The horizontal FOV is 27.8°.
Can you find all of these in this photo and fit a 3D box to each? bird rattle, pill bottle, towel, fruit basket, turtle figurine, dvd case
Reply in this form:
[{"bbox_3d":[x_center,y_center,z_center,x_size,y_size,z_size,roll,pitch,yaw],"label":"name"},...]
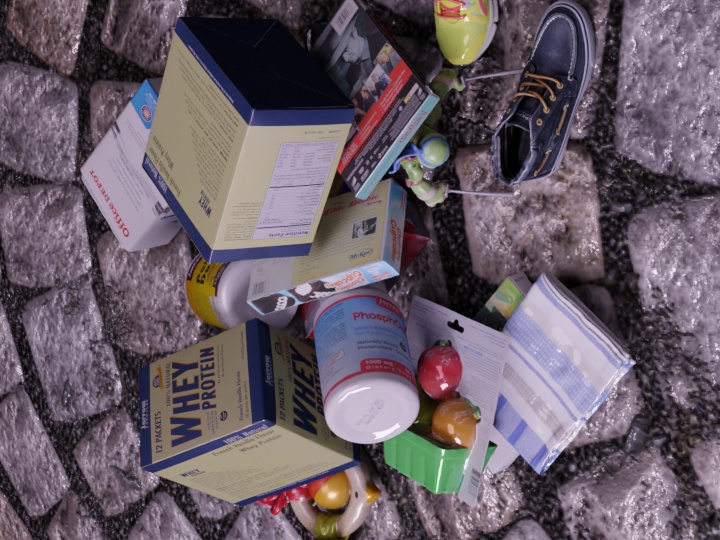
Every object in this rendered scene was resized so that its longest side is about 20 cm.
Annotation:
[{"bbox_3d":[-0.050,0.291,1.908,0.163,0.112,0.201,-50,55,23],"label":"bird rattle"},{"bbox_3d":[0.002,0.091,1.678,0.109,0.108,0.201,-53,31,34],"label":"pill bottle"},{"bbox_3d":[-0.161,0.023,1.873,0.200,0.108,0.110,-171,72,-65],"label":"pill bottle"},{"bbox_3d":[0.206,0.117,1.633,0.147,0.024,0.201,47,126,22],"label":"towel"},{"bbox_3d":[0.102,0.148,1.681,0.185,0.093,0.202,22,100,53],"label":"fruit basket"},{"bbox_3d":[0.082,-0.158,1.686,0.194,0.199,0.145,34,145,51],"label":"turtle figurine"},{"bbox_3d":[-0.003,-0.196,1.610,0.146,0.022,0.200,-53,49,23],"label":"dvd case"}]

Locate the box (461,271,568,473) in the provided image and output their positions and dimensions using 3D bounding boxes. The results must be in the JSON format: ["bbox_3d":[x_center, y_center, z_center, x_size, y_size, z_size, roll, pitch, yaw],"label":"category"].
[{"bbox_3d":[0.172,0.121,1.699,0.145,0.036,0.200,50,125,20],"label":"box"}]

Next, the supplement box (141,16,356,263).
[{"bbox_3d":[-0.131,-0.148,1.632,0.200,0.133,0.201,51,134,40],"label":"supplement box"}]

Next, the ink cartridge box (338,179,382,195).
[{"bbox_3d":[-0.071,-0.096,1.847,0.199,0.043,0.200,53,127,19],"label":"ink cartridge box"}]

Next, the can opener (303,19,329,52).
[{"bbox_3d":[-0.038,-0.204,1.773,0.063,0.078,0.202,-1,100,32],"label":"can opener"}]

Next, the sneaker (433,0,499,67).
[{"bbox_3d":[0.103,-0.327,1.619,0.078,0.090,0.202,11,109,36],"label":"sneaker"}]

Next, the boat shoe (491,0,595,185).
[{"bbox_3d":[0.196,-0.188,1.568,0.070,0.091,0.202,20,113,27],"label":"boat shoe"}]

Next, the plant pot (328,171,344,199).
[{"bbox_3d":[-0.101,-0.159,1.761,0.198,0.027,0.202,10,118,19],"label":"plant pot"}]

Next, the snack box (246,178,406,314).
[{"bbox_3d":[-0.040,-0.027,1.702,0.199,0.037,0.117,-16,51,32],"label":"snack box"}]

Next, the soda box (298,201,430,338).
[{"bbox_3d":[0.000,0.000,1.781,0.200,0.070,0.064,-54,39,33],"label":"soda box"}]

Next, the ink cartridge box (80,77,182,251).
[{"bbox_3d":[-0.277,-0.144,1.978,0.200,0.086,0.147,-45,71,38],"label":"ink cartridge box"}]

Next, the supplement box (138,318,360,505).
[{"bbox_3d":[-0.139,0.182,1.810,0.199,0.199,0.135,-24,57,28],"label":"supplement box"}]
